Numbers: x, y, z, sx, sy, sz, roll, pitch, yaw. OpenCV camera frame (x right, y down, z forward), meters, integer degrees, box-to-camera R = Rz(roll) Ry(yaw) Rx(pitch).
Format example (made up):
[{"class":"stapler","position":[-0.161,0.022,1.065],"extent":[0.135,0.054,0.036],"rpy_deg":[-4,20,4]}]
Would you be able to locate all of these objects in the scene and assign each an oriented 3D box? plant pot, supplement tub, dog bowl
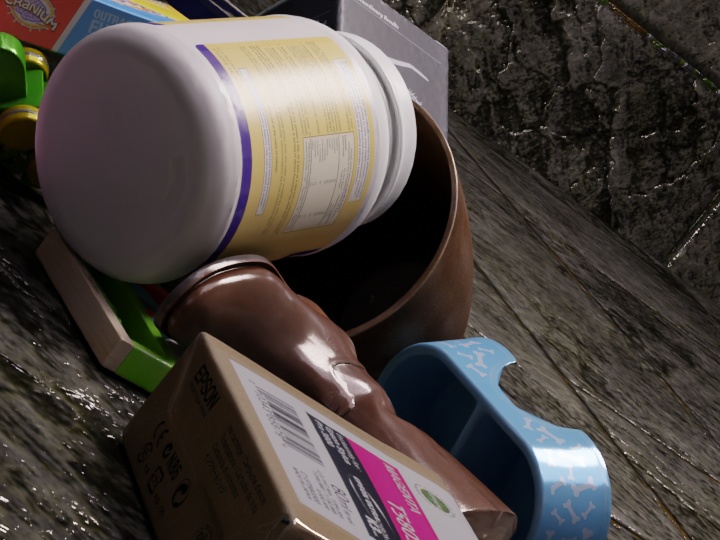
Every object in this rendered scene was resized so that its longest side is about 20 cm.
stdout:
[{"class":"plant pot","position":[0.000,0.000,1.479],"extent":[0.187,0.187,0.200],"rpy_deg":[44,-5,29]},{"class":"supplement tub","position":[-0.074,-0.074,1.290],"extent":[0.145,0.146,0.200],"rpy_deg":[43,30,24]},{"class":"dog bowl","position":[0.071,0.117,1.339],"extent":[0.050,0.112,0.200],"rpy_deg":[13,24,-39]}]

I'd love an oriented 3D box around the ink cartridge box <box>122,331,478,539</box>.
[{"class":"ink cartridge box","position":[-0.014,0.132,1.040],"extent":[0.165,0.075,0.200],"rpy_deg":[33,11,-26]}]

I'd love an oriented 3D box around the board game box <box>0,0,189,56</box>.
[{"class":"board game box","position":[-0.182,-0.167,1.438],"extent":[0.153,0.040,0.200],"rpy_deg":[19,9,-21]}]

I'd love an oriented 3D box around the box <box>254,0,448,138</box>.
[{"class":"box","position":[-0.009,-0.122,1.857],"extent":[0.148,0.104,0.200],"rpy_deg":[32,48,-39]}]

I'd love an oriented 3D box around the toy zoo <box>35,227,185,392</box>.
[{"class":"toy zoo","position":[-0.088,0.055,1.278],"extent":[0.200,0.020,0.131],"rpy_deg":[32,12,-37]}]

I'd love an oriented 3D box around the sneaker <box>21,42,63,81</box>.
[{"class":"sneaker","position":[-0.199,-0.113,1.465],"extent":[0.200,0.077,0.111],"rpy_deg":[35,15,-47]}]

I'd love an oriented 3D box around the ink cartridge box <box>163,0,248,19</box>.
[{"class":"ink cartridge box","position":[-0.160,-0.200,1.645],"extent":[0.200,0.043,0.196],"rpy_deg":[28,-4,36]}]

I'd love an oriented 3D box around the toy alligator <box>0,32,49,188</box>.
[{"class":"toy alligator","position":[-0.199,-0.075,1.369],"extent":[0.200,0.054,0.059],"rpy_deg":[62,18,-52]}]

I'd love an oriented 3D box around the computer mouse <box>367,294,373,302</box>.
[{"class":"computer mouse","position":[-0.056,-0.046,1.712],"extent":[0.200,0.110,0.044],"rpy_deg":[31,33,27]}]

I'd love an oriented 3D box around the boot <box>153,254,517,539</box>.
[{"class":"boot","position":[-0.007,0.086,1.221],"extent":[0.200,0.064,0.186],"rpy_deg":[50,16,26]}]
